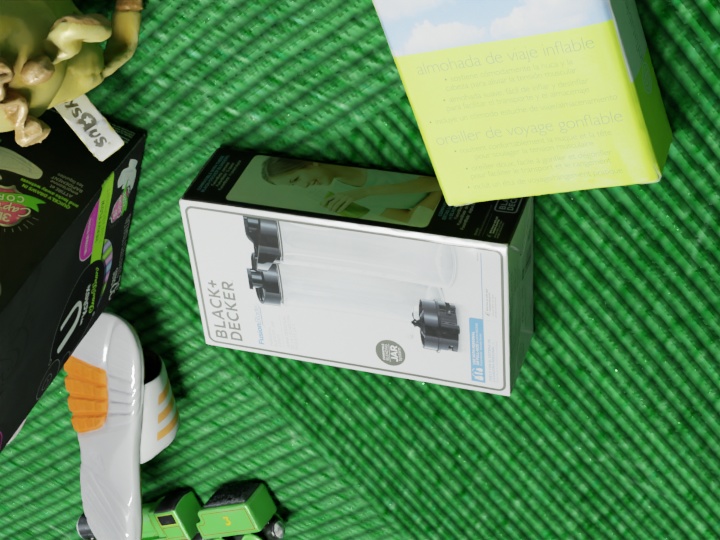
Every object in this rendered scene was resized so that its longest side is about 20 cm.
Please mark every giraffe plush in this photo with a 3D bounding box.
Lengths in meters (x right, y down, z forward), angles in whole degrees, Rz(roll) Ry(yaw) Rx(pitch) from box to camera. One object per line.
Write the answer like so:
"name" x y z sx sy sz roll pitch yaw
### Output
"giraffe plush" -0.205 -0.119 0.727 0.200 0.162 0.173 34 95 -13

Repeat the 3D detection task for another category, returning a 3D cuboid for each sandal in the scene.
"sandal" -0.166 0.112 1.010 0.079 0.059 0.207 29 128 35

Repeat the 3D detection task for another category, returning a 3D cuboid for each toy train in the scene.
"toy train" -0.144 0.200 1.089 0.200 0.042 0.056 -14 111 33

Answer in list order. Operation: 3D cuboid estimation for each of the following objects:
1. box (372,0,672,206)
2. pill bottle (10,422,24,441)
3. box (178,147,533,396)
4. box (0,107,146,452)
"box" 0.073 -0.130 0.710 0.122 0.048 0.200 -6 124 27
"pill bottle" -0.346 0.079 1.026 0.200 0.116 0.116 1 127 25
"box" 0.000 0.000 0.843 0.200 0.060 0.117 10 130 17
"box" -0.234 0.001 0.853 0.124 0.200 0.149 23 133 5
